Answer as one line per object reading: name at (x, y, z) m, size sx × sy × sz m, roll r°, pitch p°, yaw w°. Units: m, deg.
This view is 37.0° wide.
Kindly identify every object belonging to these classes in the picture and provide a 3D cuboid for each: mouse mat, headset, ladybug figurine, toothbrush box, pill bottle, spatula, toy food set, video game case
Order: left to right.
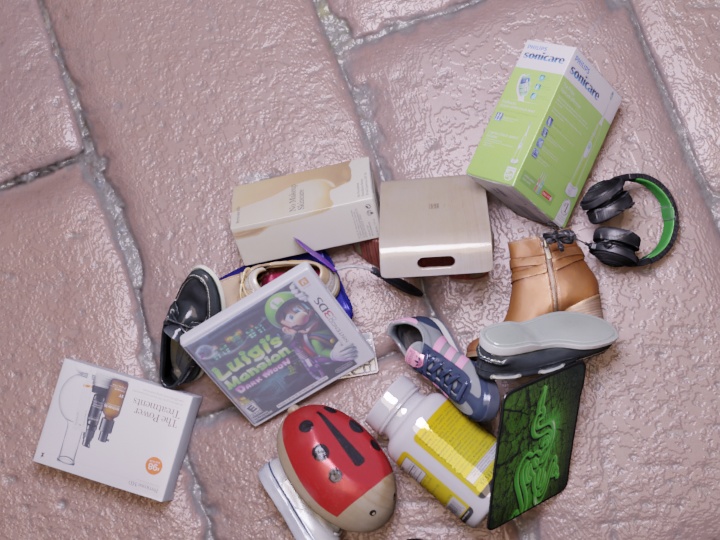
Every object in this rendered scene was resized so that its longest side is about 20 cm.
video game case at (-0.108, 0.103, 1.438) m, size 0.200 × 0.182 × 0.023 m, roll -30°, pitch 33°, yaw 8°
ladybug figurine at (-0.028, 0.251, 1.421) m, size 0.200 × 0.072 × 0.136 m, roll 45°, pitch 49°, yaw 13°
spatula at (0.000, 0.000, 1.459) m, size 0.199 × 0.057 × 0.021 m, roll 19°, pitch 101°, yaw -21°
toy food set at (0.098, -0.061, 1.433) m, size 0.143 × 0.200 × 0.061 m, roll -4°, pitch 125°, yaw 4°
pill bottle at (0.106, 0.232, 1.411) m, size 0.200 × 0.111 × 0.111 m, roll 40°, pitch 88°, yaw 11°
mouse mat at (0.221, 0.218, 1.350) m, size 0.008 × 0.161 × 0.201 m, roll 27°, pitch 123°, yaw 42°
toothbrush box at (0.246, -0.180, 1.429) m, size 0.086 × 0.145 × 0.201 m, roll 23°, pitch 86°, yaw 43°
headset at (0.334, -0.061, 1.414) m, size 0.199 × 0.094 × 0.124 m, roll -11°, pitch 91°, yaw -16°

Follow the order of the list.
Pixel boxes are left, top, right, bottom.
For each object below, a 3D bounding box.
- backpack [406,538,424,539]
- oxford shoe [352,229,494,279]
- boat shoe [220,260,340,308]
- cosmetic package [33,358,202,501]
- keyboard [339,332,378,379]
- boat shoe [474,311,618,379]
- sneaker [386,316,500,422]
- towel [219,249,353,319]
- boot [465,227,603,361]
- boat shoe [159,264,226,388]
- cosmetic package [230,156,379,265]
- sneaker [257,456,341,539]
backpack at (0.115, 0.431, 1.343) m, size 0.199 × 0.183 × 0.147 m, roll 26°, pitch 85°, yaw 17°
oxford shoe at (0.088, -0.037, 1.490) m, size 0.199 × 0.071 × 0.074 m, roll 9°, pitch 52°, yaw 14°
boat shoe at (-0.131, 0.020, 1.452) m, size 0.199 × 0.069 × 0.074 m, roll -12°, pitch 66°, yaw 11°
cosmetic package at (-0.340, 0.222, 1.510) m, size 0.199 × 0.052 × 0.151 m, roll 14°, pitch 86°, yaw 10°
keyboard at (-0.076, 0.131, 1.505) m, size 0.199 × 0.011 × 0.057 m, roll -10°, pitch 80°, yaw 7°
boat shoe at (0.234, 0.098, 1.371) m, size 0.199 × 0.076 × 0.061 m, roll -2°, pitch 123°, yaw -19°
sneaker at (0.102, 0.129, 1.399) m, size 0.200 × 0.082 × 0.070 m, roll 46°, pitch 121°, yaw 48°
towel at (-0.119, 0.049, 1.504) m, size 0.199 × 0.050 × 0.148 m, roll -26°, pitch 64°, yaw 4°
boot at (0.219, 0.035, 1.448) m, size 0.199 × 0.074 × 0.155 m, roll -15°, pitch 80°, yaw -7°
boat shoe at (-0.236, 0.082, 1.450) m, size 0.074 × 0.066 × 0.200 m, roll 38°, pitch 131°, yaw 16°
cosmetic package at (-0.074, -0.082, 1.485) m, size 0.199 × 0.071 × 0.105 m, roll -13°, pitch 39°, yaw 5°
sneaker at (-0.057, 0.329, 1.439) m, size 0.071 × 0.073 × 0.200 m, roll -38°, pitch 78°, yaw 4°
